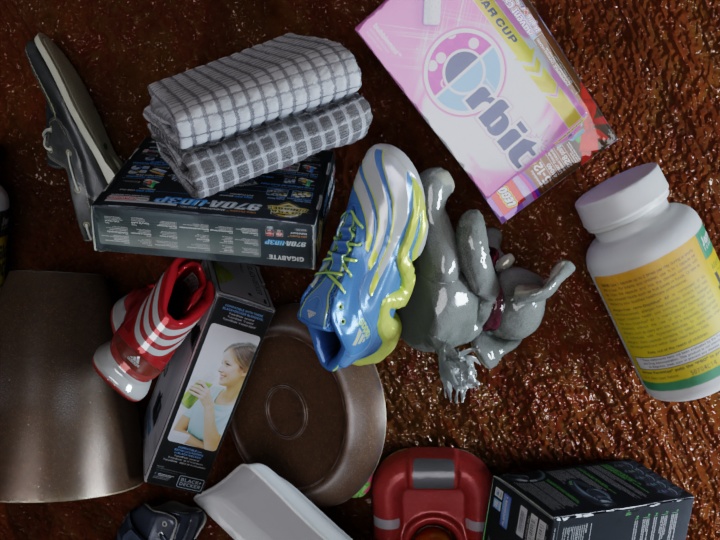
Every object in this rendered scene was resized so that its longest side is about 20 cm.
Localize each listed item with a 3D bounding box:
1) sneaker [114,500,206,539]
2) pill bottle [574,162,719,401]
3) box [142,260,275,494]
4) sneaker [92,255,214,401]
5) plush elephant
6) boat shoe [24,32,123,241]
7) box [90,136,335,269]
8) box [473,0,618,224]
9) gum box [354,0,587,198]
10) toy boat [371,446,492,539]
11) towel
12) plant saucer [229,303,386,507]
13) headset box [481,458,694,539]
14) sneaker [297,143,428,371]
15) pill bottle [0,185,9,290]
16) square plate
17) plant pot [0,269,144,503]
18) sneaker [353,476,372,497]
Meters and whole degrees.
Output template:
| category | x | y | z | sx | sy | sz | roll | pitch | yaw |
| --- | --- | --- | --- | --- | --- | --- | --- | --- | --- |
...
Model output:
| category | x | y | z | sx | sy | sz | roll | pitch | yaw |
| --- | --- | --- | --- | --- | --- | --- | --- | --- | --- |
| sneaker | -0.191 | 0.333 | 0.861 | 0.201 | 0.077 | 0.147 | 36 | 91 | 24 |
| pill bottle | 0.281 | 0.009 | 0.783 | 0.111 | 0.113 | 0.203 | -27 | 97 | 8 |
| box | -0.153 | 0.097 | 0.816 | 0.059 | 0.117 | 0.203 | 18 | 106 | -21 |
| sneaker | -0.175 | 0.036 | 0.776 | 0.115 | 0.200 | 0.078 | -44 | 110 | 8 |
| plush elephant | 0.109 | 0.014 | 0.785 | 0.152 | 0.165 | 0.203 | -8 | 62 | -33 |
| boat shoe | -0.283 | -0.128 | 0.814 | 0.066 | 0.072 | 0.204 | -21 | 100 | 3 |
| box | -0.127 | -0.068 | 0.769 | 0.195 | 0.160 | 0.047 | 4 | 121 | 2 |
| box | 0.134 | -0.168 | 0.796 | 0.136 | 0.039 | 0.202 | -35 | 96 | 10 |
| gum box | 0.101 | -0.172 | 0.743 | 0.113 | 0.066 | 0.201 | -38 | 96 | 12 |
| toy boat | 0.074 | 0.287 | 0.837 | 0.127 | 0.131 | 0.205 | -1 | 100 | 4 |
| towel | -0.097 | -0.135 | 0.724 | 0.163 | 0.200 | 0.087 | -23 | 114 | -14 |
| plant saucer | -0.065 | 0.136 | 0.820 | 0.197 | 0.034 | 0.206 | 2 | 94 | 34 |
| headset box | 0.219 | 0.288 | 0.811 | 0.196 | 0.092 | 0.178 | 1 | 102 | -29 |
| sneaker | 0.000 | 0.000 | 0.704 | 0.075 | 0.104 | 0.204 | 19 | 119 | 32 |
| pill bottle | -0.406 | -0.029 | 0.819 | 0.110 | 0.113 | 0.205 | 9 | 101 | 2 |
| square plate | -0.067 | 0.272 | 0.843 | 0.200 | 0.198 | 0.029 | 43 | 56 | -4 |
| plant pot | -0.300 | 0.104 | 0.817 | 0.182 | 0.187 | 0.205 | 2 | 87 | 3 |
| sneaker | -0.027 | 0.134 | 0.845 | 0.082 | 0.077 | 0.205 | -1 | 98 | 3 |
